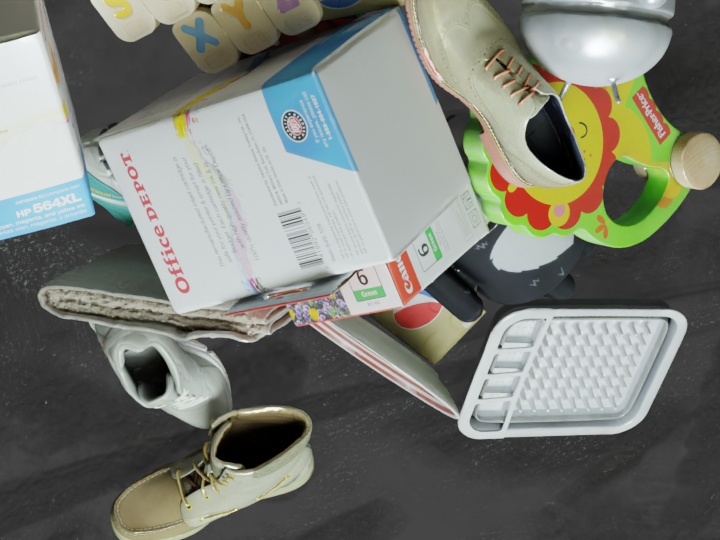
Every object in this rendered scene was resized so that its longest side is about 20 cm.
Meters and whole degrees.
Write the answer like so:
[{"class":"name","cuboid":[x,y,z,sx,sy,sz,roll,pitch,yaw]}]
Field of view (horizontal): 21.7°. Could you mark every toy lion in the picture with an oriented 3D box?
[{"class":"toy lion","cuboid":[0.174,-0.095,1.486,0.192,0.069,0.200,-47,120,-18]}]

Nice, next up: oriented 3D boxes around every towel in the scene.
[{"class":"towel","cuboid":[-0.136,0.018,1.481,0.199,0.132,0.035,8,108,23]}]

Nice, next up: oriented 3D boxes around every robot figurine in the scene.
[{"class":"robot figurine","cuboid":[0.176,-0.222,1.372,0.112,0.169,0.202,5,93,-20]},{"class":"robot figurine","cuboid":[0.111,-0.049,1.551,0.124,0.151,0.200,-28,136,27]}]

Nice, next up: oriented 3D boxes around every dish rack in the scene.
[{"class":"dish rack","cuboid":[0.194,0.086,1.773,0.199,0.044,0.172,1,132,-19]}]

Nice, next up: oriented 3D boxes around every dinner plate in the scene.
[{"class":"dinner plate","cuboid":[0.006,0.062,1.598,0.200,0.200,0.024,38,82,-41]}]

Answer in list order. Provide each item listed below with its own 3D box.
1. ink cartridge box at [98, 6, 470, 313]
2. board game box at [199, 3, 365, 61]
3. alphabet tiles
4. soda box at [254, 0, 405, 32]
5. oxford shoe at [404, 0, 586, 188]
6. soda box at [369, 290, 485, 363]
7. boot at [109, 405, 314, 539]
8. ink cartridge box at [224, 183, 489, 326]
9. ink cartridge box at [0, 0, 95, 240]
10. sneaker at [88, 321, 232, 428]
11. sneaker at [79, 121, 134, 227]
[{"class":"ink cartridge box","cuboid":[-0.055,-0.079,1.371,0.199,0.146,0.147,-13,108,33]},{"class":"board game box","cuboid":[-0.087,-0.232,1.384,0.103,0.020,0.200,-29,135,12]},{"class":"alphabet tiles","cuboid":[-0.122,-0.229,1.299,0.199,0.015,0.196,-19,117,36]},{"class":"soda box","cuboid":[0.010,-0.233,1.364,0.199,0.064,0.068,-12,132,-16]},{"class":"oxford shoe","cuboid":[0.105,-0.142,1.365,0.071,0.074,0.200,-48,119,-17]},{"class":"soda box","cuboid":[0.016,-0.003,1.591,0.068,0.064,0.200,-45,133,7]},{"class":"boot","cuboid":[-0.136,0.182,1.696,0.199,0.072,0.155,-19,164,-8]},{"class":"ink cartridge box","cuboid":[0.000,0.000,1.402,0.108,0.200,0.051,-11,110,39]},{"class":"ink cartridge box","cuboid":[-0.276,-0.136,1.336,0.124,0.129,0.201,-14,137,-5]},{"class":"sneaker","cuboid":[-0.171,0.095,1.625,0.075,0.092,0.200,-30,136,11]},{"class":"sneaker","cuboid":[-0.155,-0.064,1.504,0.079,0.078,0.199,-18,147,41]}]
